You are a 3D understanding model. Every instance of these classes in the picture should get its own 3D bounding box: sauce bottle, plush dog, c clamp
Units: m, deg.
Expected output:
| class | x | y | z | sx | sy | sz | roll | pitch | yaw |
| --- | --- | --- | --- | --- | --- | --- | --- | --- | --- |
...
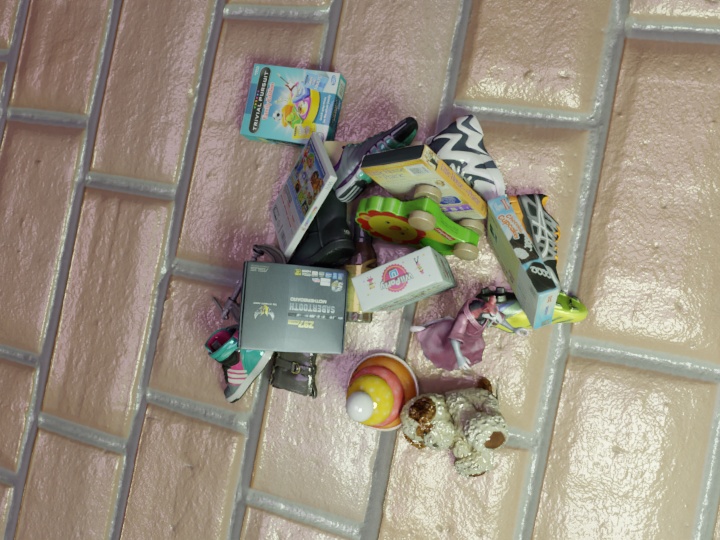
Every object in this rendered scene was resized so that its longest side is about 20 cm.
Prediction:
| class | x | y | z | sx | sy | sz | roll | pitch | yaw |
| --- | --- | --- | --- | --- | --- | --- | --- | --- | --- |
| sauce bottle | 0.000 | 0.000 | 1.132 | 0.064 | 0.065 | 0.204 | 3 | 88 | 17 |
| plush dog | 0.153 | 0.260 | 1.022 | 0.168 | 0.201 | 0.163 | 2 | 53 | 0 |
| c clamp | -0.224 | 0.028 | 1.165 | 0.201 | 0.027 | 0.171 | -56 | 49 | 14 |

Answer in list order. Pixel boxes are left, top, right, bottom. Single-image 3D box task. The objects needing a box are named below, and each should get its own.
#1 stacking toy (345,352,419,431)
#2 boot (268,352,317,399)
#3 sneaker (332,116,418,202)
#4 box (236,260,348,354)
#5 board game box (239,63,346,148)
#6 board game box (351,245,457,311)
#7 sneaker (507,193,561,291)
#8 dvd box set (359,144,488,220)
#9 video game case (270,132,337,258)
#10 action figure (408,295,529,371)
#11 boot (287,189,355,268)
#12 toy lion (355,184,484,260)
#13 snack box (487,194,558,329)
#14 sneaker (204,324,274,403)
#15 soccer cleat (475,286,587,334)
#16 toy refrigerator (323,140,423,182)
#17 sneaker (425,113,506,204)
| class | x | y | z | sx | sy | sz | roll | pitch | yaw |
| --- | --- | --- | --- | --- | --- | --- | --- | --- | --- |
| stacking toy | 0.020 | 0.226 | 1.038 | 0.143 | 0.200 | 0.149 | -1 | 85 | 16 |
| boot | -0.157 | 0.152 | 1.170 | 0.197 | 0.069 | 0.177 | 20 | 100 | 24 |
| sneaker | 0.012 | -0.223 | 1.065 | 0.200 | 0.074 | 0.088 | -43 | 71 | 10 |
| box | -0.124 | 0.070 | 1.078 | 0.196 | 0.051 | 0.161 | 6 | 85 | -16 |
| board game box | -0.141 | -0.339 | 1.210 | 0.197 | 0.047 | 0.154 | 12 | 89 | 17 |
| board game box | 0.084 | 0.021 | 1.034 | 0.146 | 0.200 | 0.065 | -22 | 81 | 13 |
| sneaker | 0.319 | -0.052 | 1.026 | 0.076 | 0.078 | 0.203 | -14 | 71 | 3 |
| dvd box set | 0.113 | -0.146 | 1.018 | 0.145 | 0.199 | 0.030 | 1 | 66 | 47 |
| video game case | -0.116 | -0.145 | 1.128 | 0.201 | 0.018 | 0.144 | -55 | 39 | 31 |
| action figure | 0.190 | 0.095 | 1.016 | 0.132 | 0.201 | 0.150 | -16 | 58 | -27 |
| boot | -0.091 | -0.078 | 1.163 | 0.199 | 0.076 | 0.171 | -31 | 56 | 37 |
| toy lion | 0.096 | -0.079 | 1.058 | 0.190 | 0.199 | 0.070 | -7 | 61 | 49 |
| snack box | 0.269 | -0.015 | 0.985 | 0.037 | 0.117 | 0.202 | -19 | 57 | -1 |
| sneaker | -0.255 | 0.177 | 1.143 | 0.120 | 0.084 | 0.200 | 35 | 127 | -7 |
| soccer cleat | 0.302 | 0.078 | 1.047 | 0.196 | 0.065 | 0.085 | 3 | 116 | 13 |
| toy refrigerator | 0.028 | -0.214 | 1.135 | 0.196 | 0.076 | 0.071 | 5 | 87 | 18 |
| sneaker | 0.183 | -0.178 | 1.073 | 0.128 | 0.079 | 0.202 | -21 | 82 | 6 |
